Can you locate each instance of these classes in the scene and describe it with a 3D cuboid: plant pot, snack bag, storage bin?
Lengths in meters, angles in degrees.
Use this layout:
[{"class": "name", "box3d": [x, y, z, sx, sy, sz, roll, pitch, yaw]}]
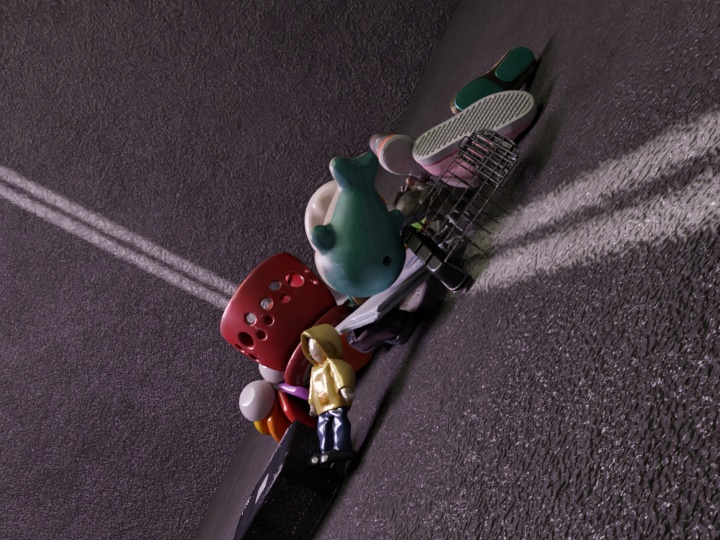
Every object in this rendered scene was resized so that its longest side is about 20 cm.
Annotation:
[{"class": "plant pot", "box3d": [-0.125, 0.094, 1.465, 0.201, 0.182, 0.201, -49, -17, -21]}, {"class": "snack bag", "box3d": [0.049, 0.026, 1.188, 0.188, 0.021, 0.200, -40, 4, -25]}, {"class": "storage bin", "box3d": [-0.110, 0.348, 1.224, 0.200, 0.094, 0.135, -60, 7, 17]}]

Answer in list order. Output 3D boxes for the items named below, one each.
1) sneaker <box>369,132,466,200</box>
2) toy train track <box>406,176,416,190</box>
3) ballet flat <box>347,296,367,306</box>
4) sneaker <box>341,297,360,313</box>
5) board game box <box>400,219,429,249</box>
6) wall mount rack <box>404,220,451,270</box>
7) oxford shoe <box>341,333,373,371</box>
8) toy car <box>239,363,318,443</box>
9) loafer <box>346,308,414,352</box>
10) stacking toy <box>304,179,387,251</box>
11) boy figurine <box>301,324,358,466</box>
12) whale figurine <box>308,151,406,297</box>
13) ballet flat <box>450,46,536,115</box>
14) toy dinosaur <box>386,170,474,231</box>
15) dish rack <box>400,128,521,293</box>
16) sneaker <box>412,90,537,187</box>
[{"class": "sneaker", "box3d": [0.096, -0.177, 1.284, 0.077, 0.200, 0.082, -57, 40, 10]}, {"class": "toy train track", "box3d": [0.124, -0.175, 1.434, 0.200, 0.033, 0.115, -40, 4, -31]}, {"class": "ballet flat", "box3d": [0.000, 0.000, 1.425, 0.063, 0.069, 0.200, -34, 19, 9]}, {"class": "sneaker", "box3d": [0.024, 0.054, 1.502, 0.200, 0.073, 0.082, -36, 23, 54]}, {"class": "board game box", "box3d": [0.108, -0.081, 1.529, 0.096, 0.030, 0.200, -62, 9, -8]}, {"class": "wall mount rack", "box3d": [0.074, -0.038, 1.322, 0.200, 0.074, 0.174, -49, 16, 27]}, {"class": "oxford shoe", "box3d": [-0.021, 0.148, 1.445, 0.200, 0.071, 0.073, -59, 2, 35]}, {"class": "toy car", "box3d": [-0.127, 0.250, 1.598, 0.150, 0.175, 0.201, 21, 82, 49]}, {"class": "loafer", "box3d": [0.017, 0.086, 1.280, 0.200, 0.063, 0.072, -22, 46, 64]}, {"class": "stacking toy", "box3d": [0.003, -0.093, 1.377, 0.146, 0.146, 0.200, -60, -10, 20]}, {"class": "boy figurine", "box3d": [-0.043, 0.174, 1.150, 0.124, 0.064, 0.201, -25, 68, 58]}, {"class": "whale figurine", "box3d": [0.006, -0.059, 1.110, 0.104, 0.159, 0.201, 22, 118, 52]}, {"class": "ballet flat", "box3d": [0.208, -0.278, 1.259, 0.200, 0.070, 0.065, -39, -19, -28]}, {"class": "toy dinosaur", "box3d": [0.071, -0.094, 1.205, 0.199, 0.077, 0.102, -12, 19, 21]}, {"class": "dish rack", "box3d": [0.137, -0.086, 1.046, 0.200, 0.054, 0.153, -56, 29, 11]}, {"class": "sneaker", "box3d": [0.185, -0.187, 1.184, 0.200, 0.105, 0.076, -22, 47, 32]}]
